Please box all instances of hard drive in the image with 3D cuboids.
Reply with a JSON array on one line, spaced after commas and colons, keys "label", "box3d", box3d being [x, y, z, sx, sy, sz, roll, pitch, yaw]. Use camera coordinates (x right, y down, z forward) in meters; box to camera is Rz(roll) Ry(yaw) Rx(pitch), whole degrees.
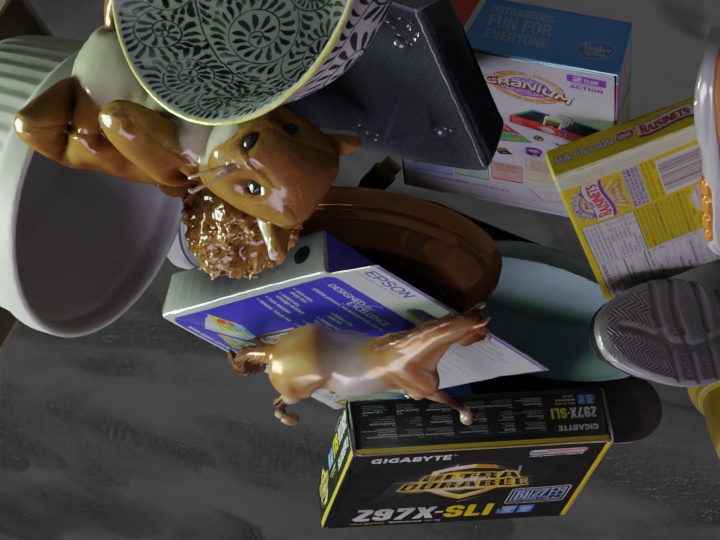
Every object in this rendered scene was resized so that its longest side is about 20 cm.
[{"label": "hard drive", "box3d": [-0.003, -0.134, 1.447, 0.200, 0.042, 0.135, 17, 143, 46]}]

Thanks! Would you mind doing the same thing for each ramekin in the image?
[{"label": "ramekin", "box3d": [-0.211, -0.065, 1.592, 0.105, 0.200, 0.200, 19, 159, 27]}]

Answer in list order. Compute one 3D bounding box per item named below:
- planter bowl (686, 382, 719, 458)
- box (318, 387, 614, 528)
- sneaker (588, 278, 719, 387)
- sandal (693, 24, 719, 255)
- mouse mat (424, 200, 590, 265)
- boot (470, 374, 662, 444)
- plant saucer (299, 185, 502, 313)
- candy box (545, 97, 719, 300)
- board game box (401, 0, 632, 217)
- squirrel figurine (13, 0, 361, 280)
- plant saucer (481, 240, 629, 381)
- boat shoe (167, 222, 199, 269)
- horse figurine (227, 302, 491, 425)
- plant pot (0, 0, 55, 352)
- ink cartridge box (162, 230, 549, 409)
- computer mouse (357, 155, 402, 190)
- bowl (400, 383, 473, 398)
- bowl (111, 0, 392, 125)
[{"label": "planter bowl", "box3d": [0.332, 0.119, 1.810, 0.200, 0.084, 0.200, 14, 156, 6]}, {"label": "box", "box3d": [0.076, 0.145, 1.805, 0.200, 0.049, 0.160, -2, 156, -12]}, {"label": "sneaker", "box3d": [0.229, 0.051, 1.672, 0.200, 0.078, 0.112, -2, 169, -29]}, {"label": "sandal", "box3d": [0.245, -0.072, 1.463, 0.059, 0.079, 0.207, 11, 153, 20]}, {"label": "mouse mat", "box3d": [0.111, 0.008, 1.810, 0.200, 0.008, 0.161, 20, 156, -10]}, {"label": "boot", "box3d": [0.158, 0.094, 1.898, 0.200, 0.074, 0.075, 13, 176, 30]}, {"label": "plant saucer", "box3d": [0.000, 0.000, 1.685, 0.200, 0.037, 0.200, 6, 155, 3]}, {"label": "candy box", "box3d": [0.189, -0.043, 1.553, 0.102, 0.026, 0.200, -19, 153, 7]}, {"label": "board game box", "box3d": [0.098, -0.105, 1.534, 0.153, 0.040, 0.200, 12, 155, 11]}, {"label": "squirrel figurine", "box3d": [-0.086, -0.080, 1.486, 0.187, 0.142, 0.200, 26, 166, 26]}, {"label": "plant saucer", "box3d": [0.129, 0.022, 1.772, 0.201, 0.039, 0.201, 13, 155, 6]}, {"label": "boat shoe", "box3d": [-0.107, -0.057, 1.742, 0.066, 0.072, 0.200, 17, 148, 12]}, {"label": "horse figurine", "box3d": [-0.003, 0.068, 1.626, 0.200, 0.050, 0.133, 1, 155, 11]}, {"label": "plant pot", "box3d": [-0.321, -0.087, 1.684, 0.177, 0.200, 0.200, 19, 159, 27]}, {"label": "ink cartridge box", "box3d": [-0.001, 0.035, 1.665, 0.200, 0.043, 0.198, -12, 149, 38]}, {"label": "computer mouse", "box3d": [-0.029, -0.077, 1.629, 0.140, 0.046, 0.200, 6, 145, -22]}, {"label": "bowl", "box3d": [0.009, 0.068, 1.879, 0.201, 0.039, 0.201, 37, 161, 15]}, {"label": "bowl", "box3d": [-0.041, -0.175, 1.338, 0.201, 0.201, 0.094, -7, 170, 42]}]
